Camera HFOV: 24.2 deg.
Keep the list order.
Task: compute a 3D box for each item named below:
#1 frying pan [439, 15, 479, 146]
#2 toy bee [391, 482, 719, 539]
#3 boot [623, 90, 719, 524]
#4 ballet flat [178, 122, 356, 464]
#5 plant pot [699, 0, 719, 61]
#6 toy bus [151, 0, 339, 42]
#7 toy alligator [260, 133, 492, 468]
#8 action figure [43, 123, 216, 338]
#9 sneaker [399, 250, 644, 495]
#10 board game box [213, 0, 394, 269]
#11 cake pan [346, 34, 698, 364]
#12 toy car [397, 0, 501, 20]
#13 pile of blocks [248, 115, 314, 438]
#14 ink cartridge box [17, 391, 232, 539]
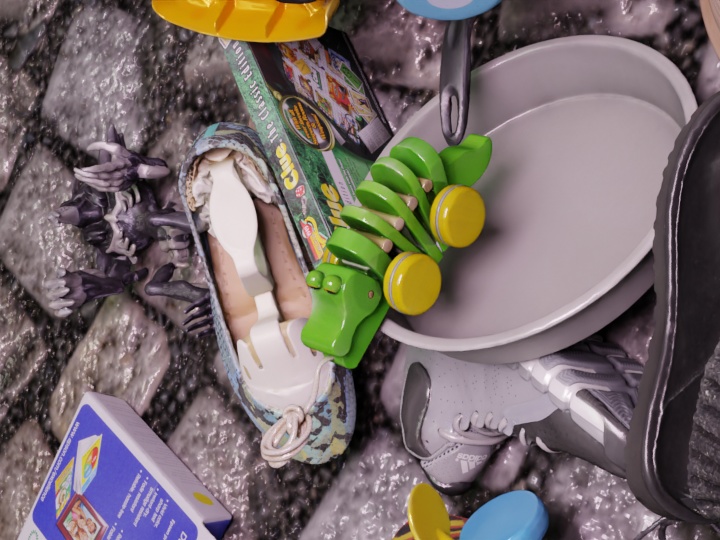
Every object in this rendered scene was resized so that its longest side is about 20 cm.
[{"bbox_3d":[0.067,-0.173,0.892,0.114,0.031,0.192,-32,65,33],"label":"frying pan"},{"bbox_3d":[0.066,0.158,0.819,0.131,0.109,0.200,47,145,0],"label":"toy bee"},{"bbox_3d":[0.188,0.014,0.699,0.158,0.079,0.214,165,115,-71],"label":"boot"},{"bbox_3d":[-0.056,0.015,0.936,0.074,0.074,0.202,-22,89,39],"label":"ballet flat"},{"bbox_3d":[0.225,-0.163,0.759,0.200,0.092,0.203,-12,73,44],"label":"plant pot"},{"bbox_3d":[-0.059,-0.256,0.915,0.134,0.201,0.193,12,55,31],"label":"toy bus"},{"bbox_3d":[0.000,0.000,0.816,0.059,0.054,0.201,16,65,46],"label":"toy alligator"},{"bbox_3d":[-0.154,-0.028,1.099,0.199,0.101,0.120,19,106,44],"label":"action figure"},{"bbox_3d":[0.083,0.081,0.869,0.200,0.074,0.116,46,118,51],"label":"sneaker"},{"bbox_3d":[-0.016,-0.072,0.968,0.023,0.104,0.201,-42,54,28],"label":"board game box"},{"bbox_3d":[0.085,-0.034,0.853,0.199,0.037,0.202,-22,42,21],"label":"cake pan"},{"bbox_3d":[0.065,-0.252,0.771,0.175,0.200,0.186,-8,66,14],"label":"toy car"},{"bbox_3d":[-0.032,0.004,1.011,0.061,0.082,0.203,-2,89,1],"label":"pile of blocks"},{"bbox_3d":[-0.159,0.215,1.092,0.200,0.047,0.199,39,107,40],"label":"ink cartridge box"}]
